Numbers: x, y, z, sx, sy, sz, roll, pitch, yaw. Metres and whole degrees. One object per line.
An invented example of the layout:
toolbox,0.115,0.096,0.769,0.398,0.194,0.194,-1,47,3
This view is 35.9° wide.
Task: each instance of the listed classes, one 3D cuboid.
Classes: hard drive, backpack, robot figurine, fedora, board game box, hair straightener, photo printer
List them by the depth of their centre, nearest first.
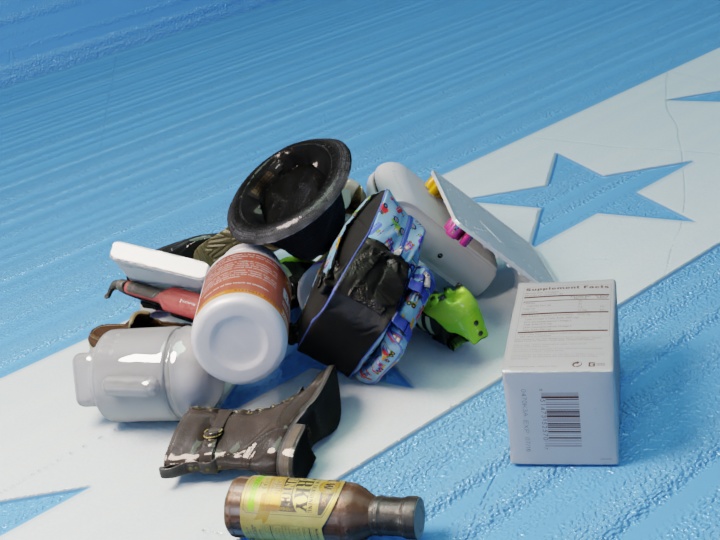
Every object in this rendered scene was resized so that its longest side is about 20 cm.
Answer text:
backpack,0.015,0.012,1.356,0.134,0.183,0.201,29,56,-4
robot figurine,-0.250,0.126,1.356,0.198,0.114,0.170,-3,10,13
fedora,-0.074,-0.078,1.413,0.199,0.092,0.202,-23,35,17
hair straightener,-0.257,0.049,1.482,0.198,0.077,0.041,8,71,27
hard drive,-0.246,0.020,1.498,0.130,0.200,0.027,13,72,10
board game box,0.179,-0.039,1.501,0.026,0.199,0.200,-49,19,15
photo printer,0.093,-0.066,1.555,0.070,0.199,0.167,-48,19,17

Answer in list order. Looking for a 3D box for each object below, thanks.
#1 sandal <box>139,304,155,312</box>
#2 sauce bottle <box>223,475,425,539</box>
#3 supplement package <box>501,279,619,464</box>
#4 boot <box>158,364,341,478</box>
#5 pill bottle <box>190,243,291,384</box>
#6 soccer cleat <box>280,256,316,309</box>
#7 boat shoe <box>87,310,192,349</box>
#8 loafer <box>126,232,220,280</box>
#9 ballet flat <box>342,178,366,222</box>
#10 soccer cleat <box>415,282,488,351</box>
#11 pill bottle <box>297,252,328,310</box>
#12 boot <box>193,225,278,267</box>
sandal,-0.226,0.032,1.638,0.201,0.050,0.082,-20,8,10
sauce bottle,-0.035,0.238,1.098,0.198,0.065,0.065,-1,26,17
supplement package,0.224,0.107,1.217,0.116,0.118,0.200,-3,25,15
boot,-0.123,0.170,1.271,0.172,0.070,0.200,1,29,21
pill bottle,-0.139,0.042,1.337,0.111,0.113,0.200,-9,23,2
soccer cleat,-0.110,0.030,1.553,0.080,0.068,0.200,1,24,23
boat shoe,-0.293,0.086,1.506,0.200,0.076,0.075,6,29,31
loafer,-0.270,-0.022,1.738,0.198,0.074,0.072,-13,20,-10
ballet flat,-0.025,-0.092,1.554,0.070,0.071,0.200,-2,24,16
soccer cleat,0.097,0.063,1.428,0.067,0.082,0.200,-32,9,-18
pill bottle,0.000,0.000,1.547,0.103,0.105,0.200,3,27,27
boot,-0.141,-0.059,1.602,0.174,0.067,0.200,-21,4,15
